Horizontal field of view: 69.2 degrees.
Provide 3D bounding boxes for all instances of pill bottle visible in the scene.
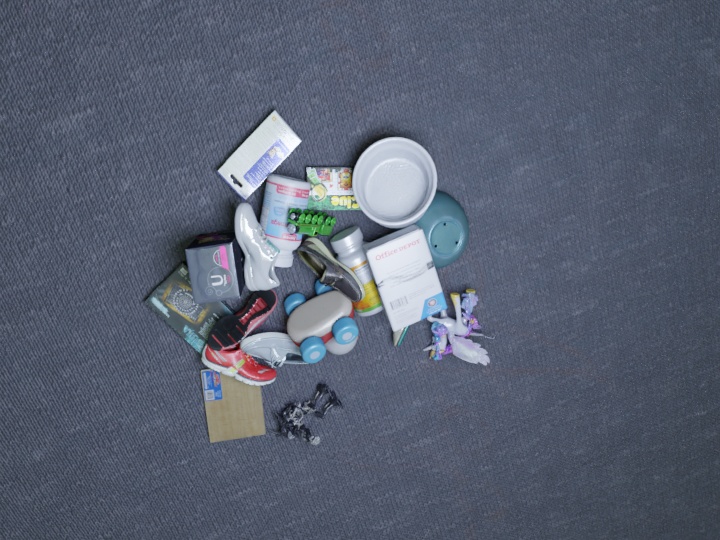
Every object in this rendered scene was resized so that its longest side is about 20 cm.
[{"bbox_3d":[-0.186,-0.118,1.244,0.105,0.109,0.207,9,101,-13],"label":"pill bottle"},{"bbox_3d":[0.000,0.000,1.306,0.109,0.111,0.204,-26,106,-4],"label":"pill bottle"}]

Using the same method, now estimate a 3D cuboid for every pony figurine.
[{"bbox_3d":[0.259,0.152,1.387,0.187,0.166,0.207,6,108,21],"label":"pony figurine"}]

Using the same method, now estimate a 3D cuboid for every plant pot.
[{"bbox_3d":[0.193,-0.094,1.311,0.193,0.135,0.207,-2,103,-10],"label":"plant pot"}]

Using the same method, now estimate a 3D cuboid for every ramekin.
[{"bbox_3d":[0.082,-0.198,1.231,0.193,0.098,0.208,-1,82,7],"label":"ramekin"}]

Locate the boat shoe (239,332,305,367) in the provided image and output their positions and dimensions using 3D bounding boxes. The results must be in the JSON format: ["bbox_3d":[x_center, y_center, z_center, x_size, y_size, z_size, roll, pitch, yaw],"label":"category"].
[{"bbox_3d":[-0.202,0.202,1.297,0.196,0.073,0.070,8,140,-36],"label":"boat shoe"}]

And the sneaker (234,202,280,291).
[{"bbox_3d":[-0.225,-0.056,1.183,0.086,0.075,0.206,-3,109,16],"label":"sneaker"}]

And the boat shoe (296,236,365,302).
[{"bbox_3d":[-0.075,0.009,1.244,0.199,0.065,0.074,42,137,9],"label":"boat shoe"}]

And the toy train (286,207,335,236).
[{"bbox_3d":[-0.116,-0.109,1.228,0.041,0.199,0.058,27,103,19],"label":"toy train"}]

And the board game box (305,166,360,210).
[{"bbox_3d":[-0.039,-0.204,1.300,0.193,0.023,0.108,-2,105,-10],"label":"board game box"}]

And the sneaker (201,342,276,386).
[{"bbox_3d":[-0.294,0.224,1.300,0.195,0.077,0.087,23,94,-18],"label":"sneaker"}]

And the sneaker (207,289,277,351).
[{"bbox_3d":[-0.281,0.133,1.279,0.198,0.087,0.074,-38,75,-17],"label":"sneaker"}]

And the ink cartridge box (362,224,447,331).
[{"bbox_3d":[0.103,0.015,1.230,0.141,0.084,0.205,-21,105,-4],"label":"ink cartridge box"}]

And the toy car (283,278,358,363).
[{"bbox_3d":[-0.078,0.161,1.323,0.173,0.186,0.202,-28,135,-2],"label":"toy car"}]

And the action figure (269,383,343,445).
[{"bbox_3d":[-0.146,0.389,1.372,0.198,0.102,0.120,-37,118,-2],"label":"action figure"}]

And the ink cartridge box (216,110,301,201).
[{"bbox_3d":[-0.239,-0.272,1.238,0.200,0.037,0.095,-46,107,-1],"label":"ink cartridge box"}]

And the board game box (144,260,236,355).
[{"bbox_3d":[-0.412,0.097,1.290,0.135,0.028,0.201,-42,107,1],"label":"board game box"}]

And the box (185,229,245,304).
[{"bbox_3d":[-0.323,-0.015,1.192,0.102,0.200,0.126,-8,105,-6],"label":"box"}]

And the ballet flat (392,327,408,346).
[{"bbox_3d":[0.123,0.101,1.389,0.061,0.067,0.204,28,93,12],"label":"ballet flat"}]

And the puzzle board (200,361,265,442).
[{"bbox_3d":[-0.331,0.344,1.369,0.146,0.017,0.207,-6,103,-9],"label":"puzzle board"}]
